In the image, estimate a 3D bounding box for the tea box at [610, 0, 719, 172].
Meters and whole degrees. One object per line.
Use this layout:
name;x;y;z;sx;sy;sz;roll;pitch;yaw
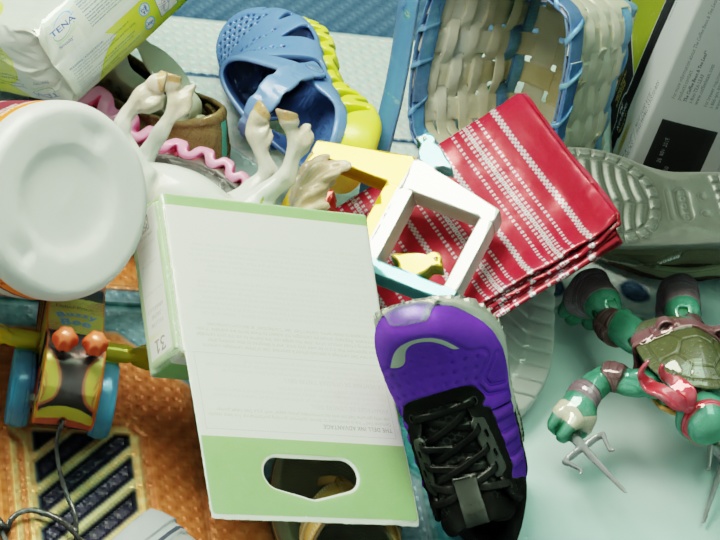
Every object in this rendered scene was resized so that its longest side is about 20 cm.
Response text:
tea box;0.269;-0.170;1.754;0.134;0.200;0.197;12;43;-8

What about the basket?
basket;0.085;-0.128;1.669;0.139;0.176;0.200;30;27;32

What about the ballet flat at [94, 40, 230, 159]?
ballet flat;-0.168;-0.134;1.645;0.200;0.072;0.068;34;43;15

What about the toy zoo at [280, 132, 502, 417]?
toy zoo;0.000;0.000;1.522;0.131;0.020;0.200;21;69;18

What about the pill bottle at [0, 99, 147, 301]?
pill bottle;-0.226;-0.043;1.432;0.114;0.114;0.200;-24;17;-37

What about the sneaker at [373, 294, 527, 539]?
sneaker;0.061;0.097;1.414;0.070;0.200;0.100;-13;52;12

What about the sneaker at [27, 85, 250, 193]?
sneaker;-0.147;-0.047;1.577;0.200;0.079;0.095;29;65;11

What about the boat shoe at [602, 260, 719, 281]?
boat shoe;0.248;-0.036;1.699;0.202;0.075;0.075;10;43;-11

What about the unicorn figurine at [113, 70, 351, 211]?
unicorn figurine;-0.118;-0.050;1.502;0.200;0.137;0.074;19;5;6

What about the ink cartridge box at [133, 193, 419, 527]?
ink cartridge box;-0.050;0.058;1.420;0.145;0.048;0.200;6;65;-34

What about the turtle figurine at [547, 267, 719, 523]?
turtle figurine;0.196;0.072;1.552;0.150;0.101;0.200;20;28;-21

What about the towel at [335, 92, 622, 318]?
towel;0.054;-0.020;1.559;0.200;0.022;0.145;-32;51;1

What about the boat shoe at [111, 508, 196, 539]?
boat shoe;-0.138;0.197;1.309;0.067;0.074;0.200;30;42;14

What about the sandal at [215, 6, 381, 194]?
sandal;-0.058;-0.127;1.641;0.087;0.080;0.200;19;17;-31

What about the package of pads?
package of pads;-0.208;-0.184;1.593;0.200;0.068;0.155;13;52;47

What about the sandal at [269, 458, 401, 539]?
sandal;-0.010;0.164;1.408;0.080;0.054;0.200;10;43;-11

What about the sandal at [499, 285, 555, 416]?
sandal;0.085;0.029;1.592;0.082;0.050;0.203;28;52;-14

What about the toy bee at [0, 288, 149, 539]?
toy bee;-0.161;0.057;1.423;0.131;0.109;0.200;-6;47;-26

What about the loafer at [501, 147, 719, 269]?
loafer;0.181;-0.029;1.614;0.200;0.070;0.075;8;58;-12
